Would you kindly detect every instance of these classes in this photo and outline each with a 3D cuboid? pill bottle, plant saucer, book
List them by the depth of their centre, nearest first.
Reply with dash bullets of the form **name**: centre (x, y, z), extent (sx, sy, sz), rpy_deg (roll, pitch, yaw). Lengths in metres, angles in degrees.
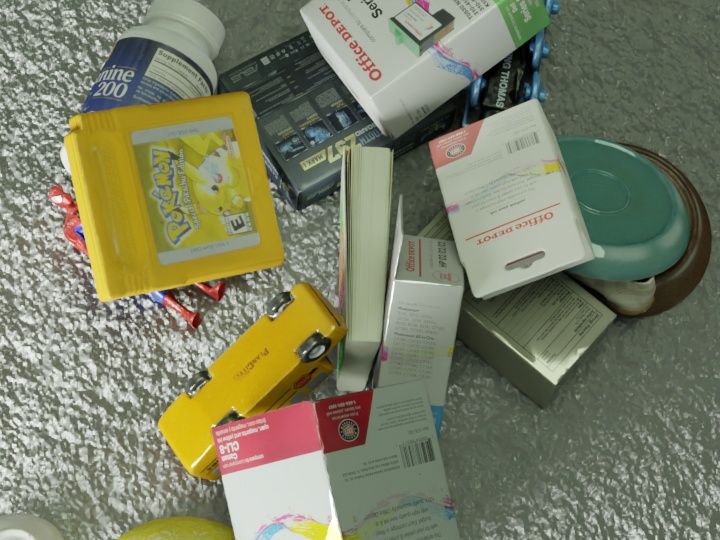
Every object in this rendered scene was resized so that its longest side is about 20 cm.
- **book**: centre (0.000, 0.000, 1.664), extent (0.048, 0.134, 0.201), rpy_deg (3, 65, -5)
- **plant saucer**: centre (0.232, -0.070, 1.702), extent (0.199, 0.027, 0.201), rpy_deg (8, 45, -8)
- **pill bottle**: centre (-0.211, -0.173, 1.729), extent (0.111, 0.111, 0.201), rpy_deg (21, 66, 4)
- **plant saucer**: centre (0.266, -0.049, 1.767), extent (0.199, 0.035, 0.201), rpy_deg (2, 67, -5)

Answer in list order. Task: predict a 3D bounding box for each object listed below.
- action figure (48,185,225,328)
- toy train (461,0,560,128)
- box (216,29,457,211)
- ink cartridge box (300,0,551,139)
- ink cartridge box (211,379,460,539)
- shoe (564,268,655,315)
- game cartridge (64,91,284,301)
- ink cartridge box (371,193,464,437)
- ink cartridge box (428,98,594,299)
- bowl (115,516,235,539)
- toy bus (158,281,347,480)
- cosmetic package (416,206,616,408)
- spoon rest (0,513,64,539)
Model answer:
- **action figure**: centre (-0.227, -0.023, 1.699), extent (0.200, 0.052, 0.066), rpy_deg (34, 73, 11)
- **toy train**: centre (0.151, -0.215, 1.783), extent (0.086, 0.114, 0.201), rpy_deg (10, 66, 1)
- **box**: centre (-0.025, -0.174, 1.781), extent (0.200, 0.051, 0.158), rpy_deg (-30, 72, -17)
- **ink cartridge box**: centre (0.062, -0.250, 1.706), extent (0.200, 0.084, 0.145), rpy_deg (-36, 59, -1)
- **ink cartridge box**: centre (-0.016, 0.213, 1.513), extent (0.145, 0.144, 0.201), rpy_deg (-6, 81, -46)
- **shoe**: centre (0.209, -0.032, 1.706), extent (0.200, 0.053, 0.070), rpy_deg (35, 75, 14)
- **game cartridge**: centre (-0.176, -0.074, 1.649), extent (0.199, 0.032, 0.177), rpy_deg (-13, 90, -37)
- **ink cartridge box**: centre (0.055, 0.043, 1.603), extent (0.067, 0.201, 0.115), rpy_deg (7, 22, -2)
- **ink cartridge box**: centre (0.145, -0.053, 1.616), extent (0.116, 0.068, 0.201), rpy_deg (-21, 49, 11)
- **bowl**: centre (-0.157, 0.304, 1.530), extent (0.199, 0.108, 0.201), rpy_deg (2, 66, -5)
- **toy bus**: centre (-0.094, 0.103, 1.589), extent (0.200, 0.078, 0.065), rpy_deg (-44, 61, 9)
- **cosmetic package**: centre (0.139, 0.028, 1.699), extent (0.200, 0.073, 0.104), rpy_deg (41, 69, 11)
- **spoon rest**: centre (-0.317, 0.309, 1.547), extent (0.099, 0.061, 0.201), rpy_deg (6, 53, -5)
